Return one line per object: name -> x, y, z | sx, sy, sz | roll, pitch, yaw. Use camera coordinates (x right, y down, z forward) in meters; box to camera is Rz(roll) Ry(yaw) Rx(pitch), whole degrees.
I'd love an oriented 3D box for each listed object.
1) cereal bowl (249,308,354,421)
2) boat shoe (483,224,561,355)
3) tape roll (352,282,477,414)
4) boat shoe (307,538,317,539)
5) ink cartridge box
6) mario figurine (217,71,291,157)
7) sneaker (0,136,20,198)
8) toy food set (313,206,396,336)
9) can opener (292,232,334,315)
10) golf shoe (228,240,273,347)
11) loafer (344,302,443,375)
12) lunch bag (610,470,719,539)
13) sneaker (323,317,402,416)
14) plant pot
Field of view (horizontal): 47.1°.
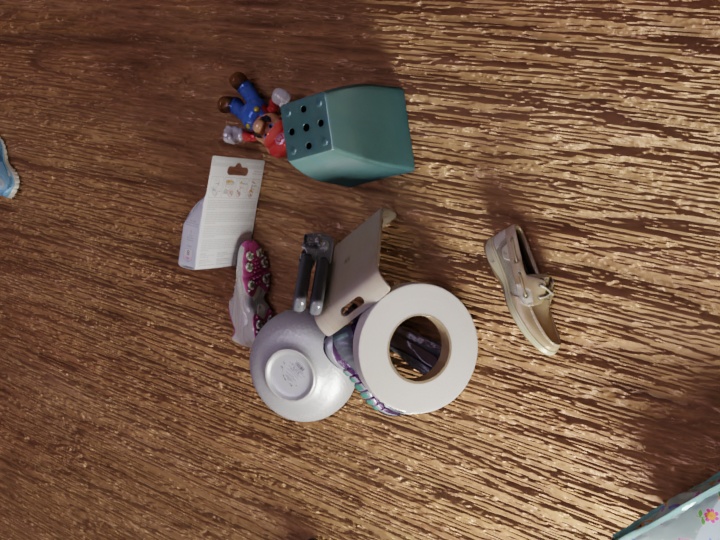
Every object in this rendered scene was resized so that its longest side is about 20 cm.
cereal bowl -> -0.109, 0.171, 1.438 | 0.198, 0.083, 0.202 | 4, 101, 19
boat shoe -> 0.254, 0.028, 1.234 | 0.065, 0.072, 0.202 | -33, 69, 31
tape roll -> 0.086, 0.120, 1.285 | 0.037, 0.201, 0.205 | -176, 84, -73
boat shoe -> -0.068, 0.581, 1.487 | 0.066, 0.057, 0.202 | -10, 91, -3
ink cartridge box -> -0.250, -0.106, 1.497 | 0.057, 0.162, 0.202 | 11, 99, 27
mario figurine -> -0.189, -0.277, 1.478 | 0.200, 0.105, 0.124 | 44, 149, 31
sneaker -> -0.876, -0.258, 1.936 | 0.078, 0.090, 0.201 | -47, 68, 25
toy food set -> 0.000, 0.000, 1.341 | 0.060, 0.201, 0.143 | 38, 122, -24
can opener -> -0.079, 0.009, 1.355 | 0.053, 0.201, 0.067 | 11, 129, -5
golf shoe -> -0.214, 0.046, 1.536 | 0.091, 0.075, 0.202 | -6, 88, 36
loafer -> 0.066, 0.106, 1.369 | 0.199, 0.072, 0.063 | 34, 91, 20
lunch bag -> 0.452, 0.386, 1.095 | 0.200, 0.122, 0.171 | -41, 72, 22
sneaker -> 0.031, 0.159, 1.330 | 0.087, 0.075, 0.200 | -29, 119, 33
plant pot -> -0.029, -0.221, 1.325 | 0.140, 0.199, 0.143 | -10, 87, 32
